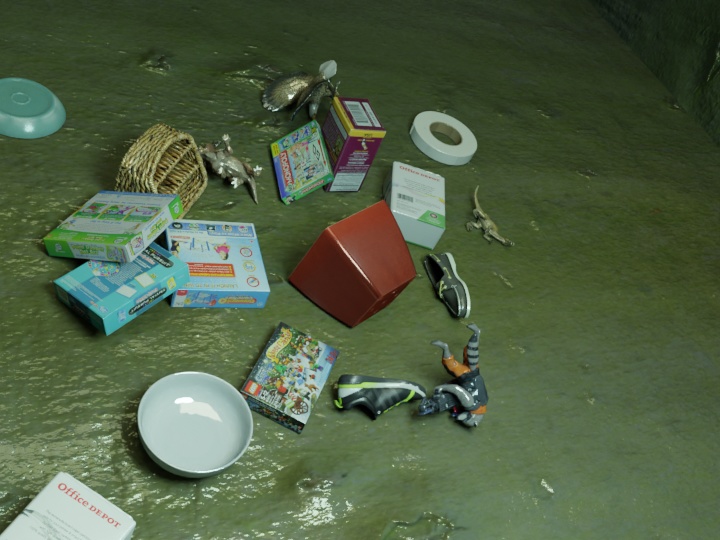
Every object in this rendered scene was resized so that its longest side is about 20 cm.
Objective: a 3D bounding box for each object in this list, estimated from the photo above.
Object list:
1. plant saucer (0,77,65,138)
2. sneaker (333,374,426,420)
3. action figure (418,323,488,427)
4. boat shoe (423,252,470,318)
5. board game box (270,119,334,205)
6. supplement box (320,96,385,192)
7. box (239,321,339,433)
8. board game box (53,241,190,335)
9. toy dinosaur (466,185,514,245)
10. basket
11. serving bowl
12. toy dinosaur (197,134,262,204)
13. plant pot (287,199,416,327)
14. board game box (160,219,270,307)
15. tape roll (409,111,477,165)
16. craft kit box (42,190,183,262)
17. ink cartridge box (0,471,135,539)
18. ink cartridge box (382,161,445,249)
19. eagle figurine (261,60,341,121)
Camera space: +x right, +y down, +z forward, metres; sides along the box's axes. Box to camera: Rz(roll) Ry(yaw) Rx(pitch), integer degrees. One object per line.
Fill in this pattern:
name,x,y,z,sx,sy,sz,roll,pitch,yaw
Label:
plant saucer,-0.766,-0.376,1.832,0.199,0.036,0.201,15,43,-14
sneaker,0.036,0.255,1.615,0.199,0.072,0.083,10,78,-24
action figure,0.200,0.226,1.633,0.200,0.104,0.195,-23,102,-48
boat shoe,0.201,0.035,1.899,0.060,0.072,0.202,3,40,-19
board game box,-0.144,-0.265,1.981,0.029,0.134,0.201,50,19,-48
supplement box,-0.033,-0.309,2.017,0.103,0.200,0.131,-3,50,-30
box,-0.137,0.204,1.579,0.136,0.038,0.200,27,42,-1
board game box,-0.450,0.021,1.545,0.151,0.047,0.200,30,48,28
toy dinosaur,0.323,-0.131,2.148,0.101,0.058,0.201,-4,57,-49
basket,-0.420,-0.216,1.771,0.148,0.143,0.200,27,42,1
serving bowl,-0.290,0.275,1.410,0.199,0.066,0.201,15,44,-14
toy dinosaur,-0.306,-0.243,1.911,0.200,0.135,0.086,40,80,-17
plant pot,0.000,0.000,1.750,0.200,0.200,0.177,-30,77,-43
board game box,-0.305,-0.015,1.696,0.199,0.056,0.197,2,48,-25
tape roll,0.239,-0.383,2.353,0.202,0.037,0.204,14,44,-14
craft kit box,-0.488,-0.091,1.617,0.199,0.049,0.198,5,33,22
ink cartridge box,-0.446,0.417,1.176,0.144,0.085,0.200,32,43,5
ink cartridge box,0.132,-0.166,2.047,0.144,0.084,0.201,17,43,-12
eagle figurine,-0.142,-0.472,2.183,0.199,0.152,0.152,-11,74,-41
